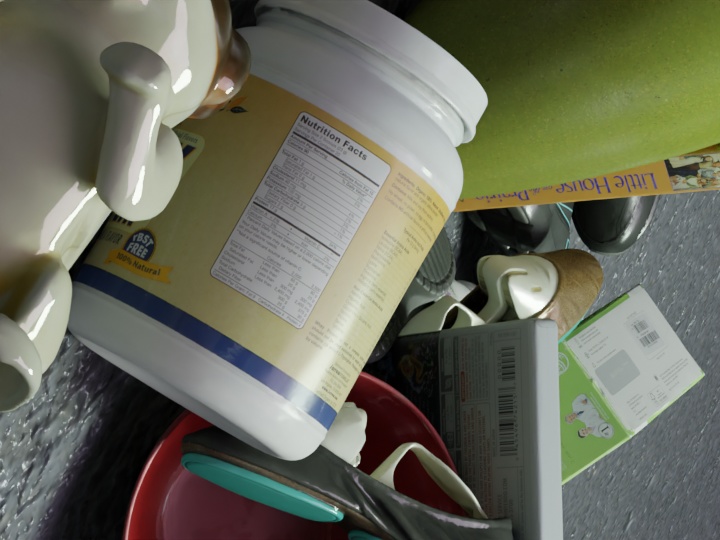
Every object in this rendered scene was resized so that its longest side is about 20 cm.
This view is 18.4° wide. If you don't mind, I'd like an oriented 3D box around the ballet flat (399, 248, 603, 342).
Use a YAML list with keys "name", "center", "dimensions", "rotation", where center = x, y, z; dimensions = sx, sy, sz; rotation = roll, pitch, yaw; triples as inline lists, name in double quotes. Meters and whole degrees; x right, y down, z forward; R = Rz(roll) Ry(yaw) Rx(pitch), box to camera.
- name: "ballet flat"
  center: [0.072, 0.035, 1.395]
  dimensions: [0.199, 0.068, 0.073]
  rotation: [-36, 136, -15]

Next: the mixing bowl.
- name: "mixing bowl"
  center: [-0.051, 0.148, 1.234]
  dimensions: [0.201, 0.199, 0.108]
  rotation: [-59, -161, -10]

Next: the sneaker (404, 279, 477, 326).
- name: "sneaker"
  center: [0.026, 0.097, 1.469]
  dimensions: [0.099, 0.074, 0.202]
  rotation: [26, 77, -63]

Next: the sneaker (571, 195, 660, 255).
- name: "sneaker"
  center: [0.167, -0.110, 1.528]
  dimensions: [0.079, 0.075, 0.202]
  rotation: [-9, 103, -65]

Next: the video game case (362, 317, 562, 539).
- name: "video game case"
  center: [0.048, 0.135, 1.261]
  dimensions: [0.023, 0.181, 0.202]
  rotation: [4, 81, -38]

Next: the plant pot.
- name: "plant pot"
  center: [0.114, -0.126, 1.245]
  dimensions: [0.199, 0.188, 0.187]
  rotation: [-27, 160, 8]

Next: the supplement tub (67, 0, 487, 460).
- name: "supplement tub"
  center: [-0.038, -0.026, 1.069]
  dimensions: [0.201, 0.144, 0.144]
  rotation: [-60, 159, -8]

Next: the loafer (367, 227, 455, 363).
- name: "loafer"
  center: [0.000, 0.000, 1.317]
  dimensions: [0.200, 0.069, 0.076]
  rotation: [-43, 117, -62]

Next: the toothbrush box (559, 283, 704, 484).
- name: "toothbrush box"
  center: [0.127, 0.112, 1.584]
  dimensions: [0.200, 0.086, 0.145]
  rotation: [-41, 173, 33]

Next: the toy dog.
- name: "toy dog"
  center: [-0.123, -0.052, 0.858]
  dimensions: [0.201, 0.139, 0.194]
  rotation: [-55, 171, -20]

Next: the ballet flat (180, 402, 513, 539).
- name: "ballet flat"
  center: [-0.002, 0.113, 1.163]
  dimensions: [0.068, 0.199, 0.069]
  rotation: [-15, -132, 61]

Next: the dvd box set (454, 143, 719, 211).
- name: "dvd box set"
  center: [0.157, -0.092, 1.361]
  dimensions: [0.147, 0.198, 0.030]
  rotation: [-56, 133, -46]

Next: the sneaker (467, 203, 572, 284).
- name: "sneaker"
  center: [0.122, -0.031, 1.517]
  dimensions: [0.080, 0.075, 0.200]
  rotation: [-58, 160, -22]
